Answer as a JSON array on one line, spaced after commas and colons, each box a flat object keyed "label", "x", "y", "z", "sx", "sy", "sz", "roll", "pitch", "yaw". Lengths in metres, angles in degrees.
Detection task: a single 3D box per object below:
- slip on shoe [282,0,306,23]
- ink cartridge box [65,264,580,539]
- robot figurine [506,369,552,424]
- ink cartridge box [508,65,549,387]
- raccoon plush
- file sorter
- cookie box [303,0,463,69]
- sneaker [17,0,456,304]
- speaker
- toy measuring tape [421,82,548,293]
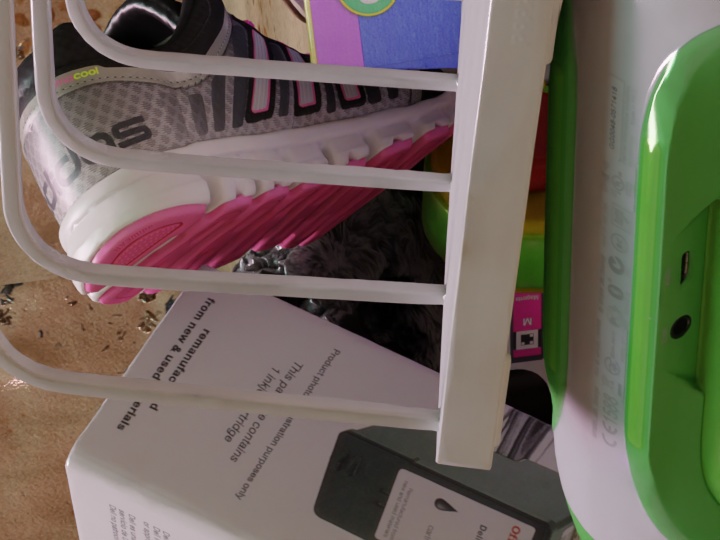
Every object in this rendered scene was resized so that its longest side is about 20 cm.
[{"label": "slip on shoe", "x": -0.028, "y": -0.128, "z": 0.908, "sx": 0.200, "sy": 0.060, "sz": 0.076, "roll": -49, "pitch": -46, "yaw": -77}, {"label": "ink cartridge box", "x": 0.019, "y": 0.105, "z": 0.772, "sx": 0.084, "sy": 0.199, "sz": 0.146, "roll": -56, "pitch": -17, "yaw": -30}, {"label": "robot figurine", "x": 0.040, "y": 0.141, "z": 0.953, "sx": 0.150, "sy": 0.124, "sz": 0.201, "roll": 171, "pitch": 92, "yaw": -83}, {"label": "ink cartridge box", "x": 0.059, "y": -0.013, "z": 1.025, "sx": 0.095, "sy": 0.037, "sz": 0.201, "roll": -107, "pitch": 9, "yaw": -55}, {"label": "raccoon plush", "x": -0.019, "y": 0.015, "z": 0.939, "sx": 0.134, "sy": 0.097, "sz": 0.200, "roll": -33, "pitch": 20, "yaw": 41}, {"label": "file sorter", "x": -0.019, "y": -0.075, "z": 0.600, "sx": 0.200, "sy": 0.124, "sz": 0.139, "roll": -85, "pitch": -1, "yaw": -52}, {"label": "cookie box", "x": 0.021, "y": -0.164, "z": 0.802, "sx": 0.200, "sy": 0.075, "sz": 0.172, "roll": -67, "pitch": -28, "yaw": -74}, {"label": "sneaker", "x": -0.039, "y": -0.054, "z": 0.801, "sx": 0.074, "sy": 0.200, "sz": 0.088, "roll": -39, "pitch": 79, "yaw": 35}, {"label": "speaker", "x": 0.086, "y": -0.017, "z": 0.554, "sx": 0.089, "sy": 0.088, "sz": 0.201, "roll": -105, "pitch": 10, "yaw": -50}, {"label": "toy measuring tape", "x": 0.061, "y": 0.000, "z": 0.855, "sx": 0.074, "sy": 0.073, "sz": 0.200, "roll": 90, "pitch": 171, "yaw": -48}]
